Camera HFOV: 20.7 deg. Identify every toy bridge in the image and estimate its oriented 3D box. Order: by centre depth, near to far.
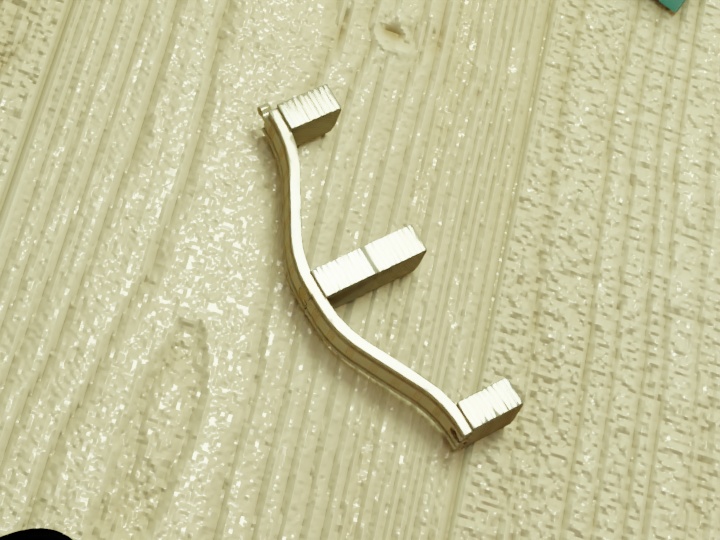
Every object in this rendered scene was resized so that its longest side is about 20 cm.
[{"bbox_3d":[0.000,0.000,0.969,0.067,0.027,0.201,-25,73,-24],"label":"toy bridge"}]

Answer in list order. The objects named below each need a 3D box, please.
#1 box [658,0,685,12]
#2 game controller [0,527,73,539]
[{"bbox_3d":[0.199,-0.247,1.134,0.082,0.049,0.201,34,60,2],"label":"box"},{"bbox_3d":[-0.182,0.176,0.752,0.199,0.042,0.105,-25,50,-16],"label":"game controller"}]
